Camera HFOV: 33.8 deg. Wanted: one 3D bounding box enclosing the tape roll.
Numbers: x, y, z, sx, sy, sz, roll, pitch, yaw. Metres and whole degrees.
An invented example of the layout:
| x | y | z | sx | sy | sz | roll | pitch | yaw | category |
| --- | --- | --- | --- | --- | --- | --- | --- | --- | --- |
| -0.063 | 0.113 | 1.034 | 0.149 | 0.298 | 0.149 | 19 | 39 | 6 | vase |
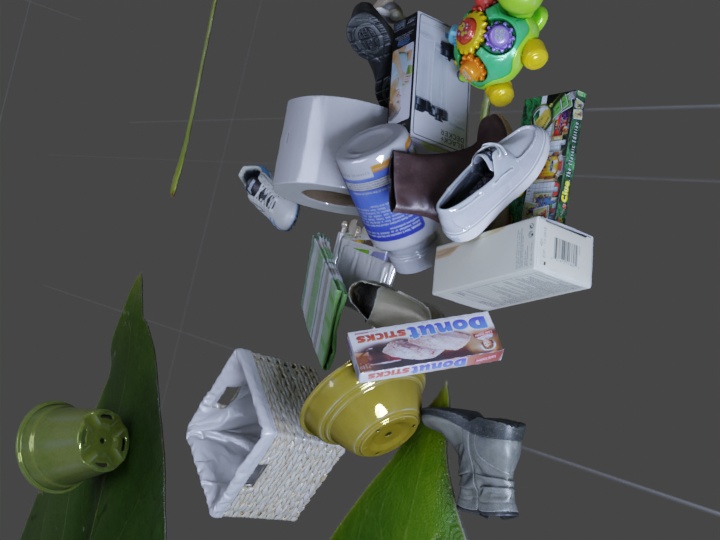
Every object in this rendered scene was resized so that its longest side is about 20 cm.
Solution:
| x | y | z | sx | sy | sz | roll | pitch | yaw | category |
| --- | --- | --- | --- | --- | --- | --- | --- | --- | --- |
| -0.028 | -0.176 | 1.844 | 0.202 | 0.202 | 0.140 | -2 | 75 | 56 | tape roll |

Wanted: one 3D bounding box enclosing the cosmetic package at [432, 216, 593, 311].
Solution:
| x | y | z | sx | sy | sz | roll | pitch | yaw | category |
| --- | --- | --- | --- | --- | --- | --- | --- | --- | --- |
| 0.194 | -0.006 | 1.532 | 0.199 | 0.105 | 0.072 | -15 | 63 | 51 | cosmetic package |

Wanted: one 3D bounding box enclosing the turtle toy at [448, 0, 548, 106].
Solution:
| x | y | z | sx | sy | sz | roll | pitch | yaw | category |
| --- | --- | --- | --- | --- | --- | --- | --- | --- | --- |
| 0.196 | -0.339 | 1.662 | 0.200 | 0.101 | 0.146 | -48 | 42 | 35 | turtle toy |

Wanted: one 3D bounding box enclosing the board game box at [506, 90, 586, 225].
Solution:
| x | y | z | sx | sy | sz | roll | pitch | yaw | category |
| --- | --- | --- | --- | --- | --- | --- | --- | --- | --- |
| 0.244 | -0.137 | 1.584 | 0.105 | 0.023 | 0.201 | -2 | 75 | 58 | board game box |

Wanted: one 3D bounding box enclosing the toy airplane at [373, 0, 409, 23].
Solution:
| x | y | z | sx | sy | sz | roll | pitch | yaw | category |
| --- | --- | --- | --- | --- | --- | --- | --- | --- | --- |
| 0.091 | -0.479 | 1.870 | 0.200 | 0.141 | 0.199 | -50 | 2 | 46 | toy airplane |

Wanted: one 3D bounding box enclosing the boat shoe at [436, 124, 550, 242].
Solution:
| x | y | z | sx | sy | sz | roll | pitch | yaw | category |
| --- | --- | --- | --- | --- | --- | --- | --- | --- | --- |
| 0.169 | -0.128 | 1.536 | 0.200 | 0.069 | 0.072 | -44 | 44 | -12 | boat shoe |

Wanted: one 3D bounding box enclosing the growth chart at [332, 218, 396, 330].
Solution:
| x | y | z | sx | sy | sz | roll | pitch | yaw | category |
| --- | --- | --- | --- | --- | --- | --- | --- | --- | --- |
| 0.000 | 0.000 | 1.897 | 0.200 | 0.018 | 0.146 | 32 | 103 | 56 | growth chart |

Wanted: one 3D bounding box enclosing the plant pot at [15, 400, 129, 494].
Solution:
| x | y | z | sx | sy | sz | roll | pitch | yaw | category |
| --- | --- | --- | --- | --- | --- | --- | --- | --- | --- |
| -0.595 | 0.367 | 2.509 | 0.184 | 0.200 | 0.202 | -14 | 65 | 41 | plant pot |

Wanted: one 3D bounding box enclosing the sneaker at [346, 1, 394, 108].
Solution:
| x | y | z | sx | sy | sz | roll | pitch | yaw | category |
| --- | --- | --- | --- | --- | --- | --- | --- | --- | --- |
| 0.043 | -0.331 | 1.838 | 0.076 | 0.201 | 0.091 | -17 | 36 | 14 | sneaker |

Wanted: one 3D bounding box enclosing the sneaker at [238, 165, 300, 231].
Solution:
| x | y | z | sx | sy | sz | roll | pitch | yaw | category |
| --- | --- | --- | --- | --- | --- | --- | --- | --- | --- |
| -0.168 | -0.132 | 2.153 | 0.072 | 0.072 | 0.200 | -62 | 36 | 15 | sneaker |

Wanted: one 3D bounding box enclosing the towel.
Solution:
| x | y | z | sx | sy | sz | roll | pitch | yaw | category |
| --- | --- | --- | --- | --- | --- | --- | --- | --- | --- |
| -0.056 | 0.048 | 1.898 | 0.200 | 0.030 | 0.150 | -114 | 31 | -59 | towel |

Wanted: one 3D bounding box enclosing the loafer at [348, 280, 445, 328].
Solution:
| x | y | z | sx | sy | sz | roll | pitch | yaw | category |
| --- | --- | --- | --- | --- | --- | --- | --- | --- | --- |
| 0.048 | 0.066 | 1.744 | 0.200 | 0.068 | 0.076 | 24 | 98 | 51 | loafer |

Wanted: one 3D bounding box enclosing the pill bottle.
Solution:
| x | y | z | sx | sy | sz | roll | pitch | yaw | category |
| --- | --- | --- | --- | --- | --- | --- | --- | --- | --- |
| 0.049 | -0.099 | 1.696 | 0.111 | 0.201 | 0.112 | -19 | 27 | 10 | pill bottle |

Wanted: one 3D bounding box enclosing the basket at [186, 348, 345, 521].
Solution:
| x | y | z | sx | sy | sz | roll | pitch | yaw | category |
| --- | --- | --- | --- | --- | --- | --- | --- | --- | --- |
| -0.154 | 0.266 | 1.892 | 0.199 | 0.160 | 0.200 | -57 | 38 | 26 | basket |

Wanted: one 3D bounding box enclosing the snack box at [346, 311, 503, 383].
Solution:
| x | y | z | sx | sy | sz | roll | pitch | yaw | category |
| --- | --- | --- | --- | --- | --- | --- | --- | --- | --- |
| 0.086 | 0.101 | 1.577 | 0.024 | 0.199 | 0.072 | 95 | 162 | -46 | snack box |

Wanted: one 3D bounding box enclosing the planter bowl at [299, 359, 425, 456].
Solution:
| x | y | z | sx | sy | sz | roll | pitch | yaw | category |
| --- | --- | --- | --- | --- | --- | --- | --- | --- | --- |
| 0.023 | 0.199 | 1.639 | 0.201 | 0.200 | 0.084 | -53 | 53 | 30 | planter bowl |

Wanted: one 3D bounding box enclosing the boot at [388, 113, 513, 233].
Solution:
| x | y | z | sx | sy | sz | roll | pitch | yaw | category |
| --- | --- | --- | --- | --- | --- | --- | --- | --- | --- |
| 0.124 | -0.147 | 1.617 | 0.072 | 0.165 | 0.201 | 122 | 156 | -57 | boot |

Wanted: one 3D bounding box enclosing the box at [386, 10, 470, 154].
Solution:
| x | y | z | sx | sy | sz | roll | pitch | yaw | category |
| --- | --- | --- | --- | --- | --- | --- | --- | --- | --- |
| 0.104 | -0.268 | 1.761 | 0.060 | 0.116 | 0.201 | -16 | 63 | 50 | box |

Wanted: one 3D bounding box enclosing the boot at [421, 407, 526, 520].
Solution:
| x | y | z | sx | sy | sz | roll | pitch | yaw | category |
| --- | --- | --- | --- | --- | --- | --- | --- | --- | --- |
| 0.137 | 0.252 | 1.553 | 0.200 | 0.067 | 0.132 | 6 | 88 | 58 | boot |
